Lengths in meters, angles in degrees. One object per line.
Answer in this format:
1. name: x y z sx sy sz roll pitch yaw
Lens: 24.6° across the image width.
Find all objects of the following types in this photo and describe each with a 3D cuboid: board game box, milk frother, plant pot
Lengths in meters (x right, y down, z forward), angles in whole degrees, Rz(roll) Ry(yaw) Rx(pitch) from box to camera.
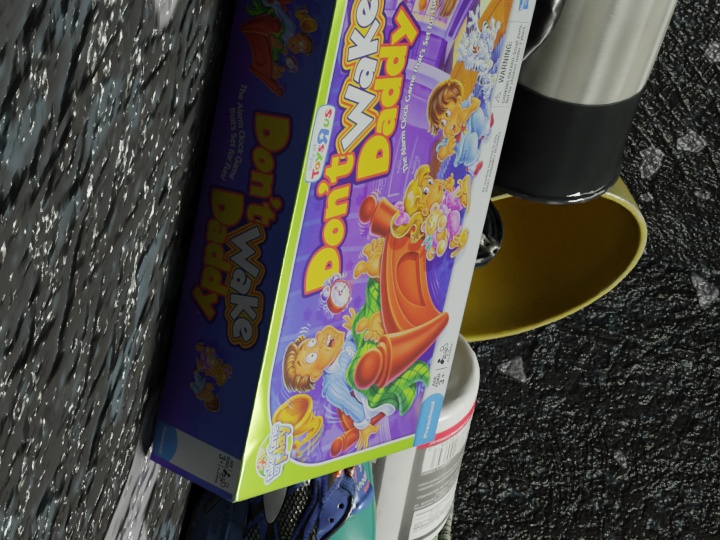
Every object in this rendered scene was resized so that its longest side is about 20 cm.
1. board game box: -0.004 -0.021 0.641 0.134 0.045 0.200 -9 116 -54
2. milk frother: 0.100 -0.122 0.983 0.200 0.180 0.188 -90 -170 -47
3. plant pot: 0.087 -0.059 1.177 0.200 0.200 0.142 94 -16 -60

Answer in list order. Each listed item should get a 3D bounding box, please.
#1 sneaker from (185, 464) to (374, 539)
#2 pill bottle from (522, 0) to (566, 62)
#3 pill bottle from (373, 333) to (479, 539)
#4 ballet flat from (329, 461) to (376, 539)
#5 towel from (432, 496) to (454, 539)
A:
1. sneaker: -0.028 0.079 0.759 0.075 0.078 0.200 -62 165 -72
2. pill bottle: 0.057 -0.185 0.811 0.200 0.112 0.112 -70 172 -52
3. pill bottle: 0.016 0.132 1.173 0.111 0.111 0.200 -71 172 -47
4. ballet flat: -0.026 0.055 0.837 0.063 0.069 0.200 -12 -110 50
5. towel: 0.006 0.252 1.312 0.193 0.035 0.200 -42 -152 37
